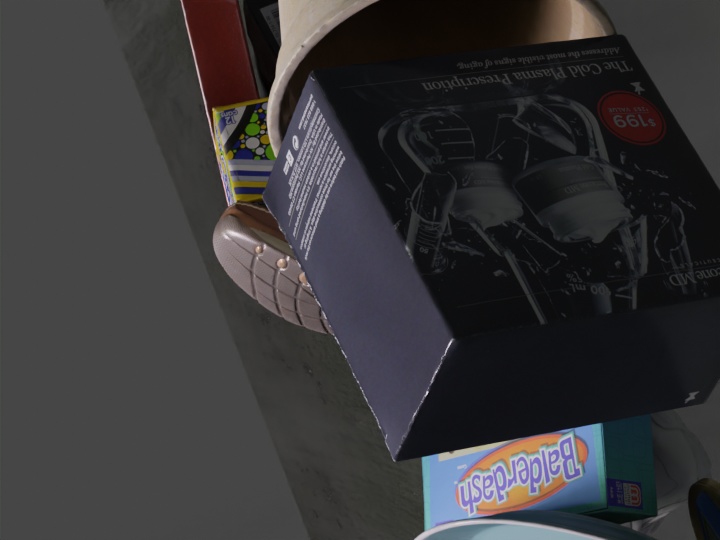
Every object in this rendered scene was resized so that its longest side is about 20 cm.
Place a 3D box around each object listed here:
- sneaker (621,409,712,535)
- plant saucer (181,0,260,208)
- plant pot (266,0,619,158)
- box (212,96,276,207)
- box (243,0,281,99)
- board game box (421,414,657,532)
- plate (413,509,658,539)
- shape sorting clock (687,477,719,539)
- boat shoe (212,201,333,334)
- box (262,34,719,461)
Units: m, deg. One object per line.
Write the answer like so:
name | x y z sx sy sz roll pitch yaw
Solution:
sneaker | 0.149 0.143 1.647 0.078 0.099 0.200 45 155 16
plant saucer | -0.084 -0.111 1.798 0.200 0.037 0.201 -107 4 -77
plant pot | 0.030 -0.165 1.526 0.201 0.199 0.184 82 175 -53
box | 0.012 -0.078 1.675 0.064 0.199 0.070 92 164 -67
box | 0.018 -0.101 1.809 0.115 0.132 0.200 80 166 -51
board game box | 0.097 0.055 1.561 0.152 0.045 0.201 -17 69 46
plate | 0.125 0.174 1.520 0.200 0.199 0.026 89 -165 -64
shape sorting clock | 0.243 0.203 1.503 0.201 0.039 0.200 62 174 12
boat shoe | 0.000 0.000 1.658 0.076 0.199 0.072 -28 42 53
box | 0.081 -0.016 1.402 0.183 0.199 0.104 63 147 30
